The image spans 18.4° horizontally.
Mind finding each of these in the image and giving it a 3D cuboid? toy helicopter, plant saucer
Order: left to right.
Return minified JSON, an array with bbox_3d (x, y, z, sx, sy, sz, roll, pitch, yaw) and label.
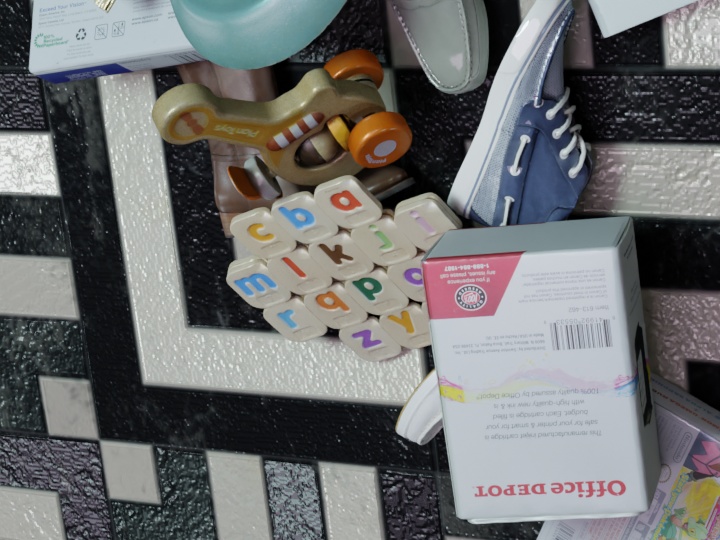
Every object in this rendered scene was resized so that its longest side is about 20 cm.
[{"bbox_3d":[-0.077,-0.246,1.609,0.199,0.036,0.201,-12,71,38],"label":"plant saucer"},{"bbox_3d":[-0.070,-0.098,1.613,0.132,0.199,0.079,-48,52,35],"label":"toy helicopter"}]

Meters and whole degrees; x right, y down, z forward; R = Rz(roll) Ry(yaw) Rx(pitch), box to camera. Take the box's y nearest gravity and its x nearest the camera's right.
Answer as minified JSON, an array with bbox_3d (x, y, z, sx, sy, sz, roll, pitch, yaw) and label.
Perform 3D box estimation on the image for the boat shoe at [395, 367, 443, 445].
[{"bbox_3d":[0.103,0.078,1.703,0.069,0.071,0.200,46,122,8],"label":"boat shoe"}]

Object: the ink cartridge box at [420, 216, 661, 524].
[{"bbox_3d":[0.133,0.072,1.612,0.145,0.083,0.201,-4,106,16],"label":"ink cartridge box"}]

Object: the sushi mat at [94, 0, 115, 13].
[{"bbox_3d":[-0.149,-0.292,1.665,0.012,0.096,0.201,28,103,-27],"label":"sushi mat"}]

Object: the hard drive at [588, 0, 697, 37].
[{"bbox_3d":[0.189,-0.278,1.549,0.131,0.026,0.201,-20,98,33],"label":"hard drive"}]

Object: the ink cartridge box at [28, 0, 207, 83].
[{"bbox_3d":[-0.164,-0.255,1.725,0.195,0.043,0.201,-5,75,31],"label":"ink cartridge box"}]

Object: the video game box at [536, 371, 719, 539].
[{"bbox_3d":[0.238,0.196,1.689,0.182,0.047,0.201,32,121,19],"label":"video game box"}]

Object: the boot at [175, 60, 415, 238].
[{"bbox_3d":[-0.062,-0.135,1.726,0.185,0.064,0.201,-10,99,29],"label":"boot"}]

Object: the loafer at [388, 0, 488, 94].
[{"bbox_3d":[0.039,-0.221,1.626,0.070,0.070,0.201,-16,100,33],"label":"loafer"}]

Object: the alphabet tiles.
[{"bbox_3d":[0.000,0.000,1.704,0.199,0.015,0.196,-19,135,31],"label":"alphabet tiles"}]

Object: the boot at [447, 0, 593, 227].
[{"bbox_3d":[0.138,-0.108,1.623,0.090,0.073,0.201,28,128,9],"label":"boot"}]
